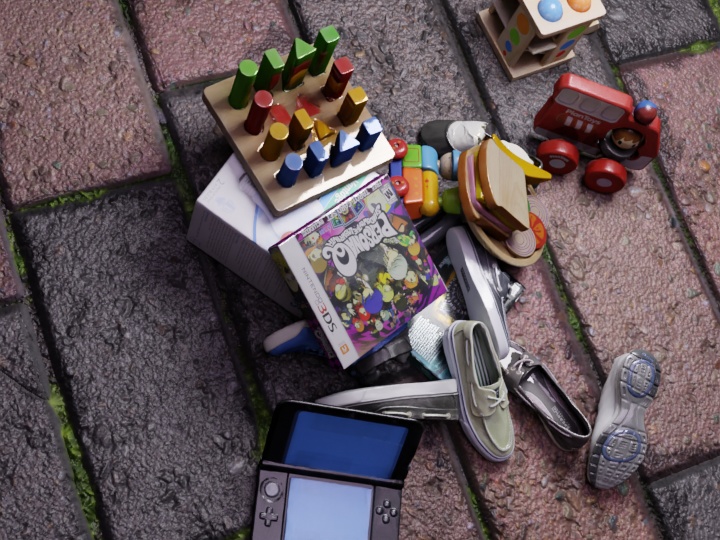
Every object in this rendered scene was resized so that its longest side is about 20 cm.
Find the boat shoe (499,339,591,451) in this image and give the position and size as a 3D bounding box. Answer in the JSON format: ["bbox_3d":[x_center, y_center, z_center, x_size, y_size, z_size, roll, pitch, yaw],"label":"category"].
[{"bbox_3d":[0.253,0.165,1.665,0.067,0.057,0.201,-38,83,-24],"label":"boat shoe"}]

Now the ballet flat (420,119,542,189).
[{"bbox_3d":[0.188,-0.186,1.773,0.197,0.069,0.069,23,61,-6],"label":"ballet flat"}]

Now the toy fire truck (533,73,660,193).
[{"bbox_3d":[0.362,-0.214,1.777,0.197,0.168,0.114,19,66,-7],"label":"toy fire truck"}]

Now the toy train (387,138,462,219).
[{"bbox_3d":[0.091,-0.093,1.661,0.113,0.085,0.203,0,53,-1],"label":"toy train"}]

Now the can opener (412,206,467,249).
[{"bbox_3d":[0.123,-0.074,1.722,0.199,0.067,0.053,-35,75,-15],"label":"can opener"}]

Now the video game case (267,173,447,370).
[{"bbox_3d":[0.000,0.000,1.543,0.199,0.036,0.183,-34,102,-30],"label":"video game case"}]

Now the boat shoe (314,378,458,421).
[{"bbox_3d":[0.038,0.187,1.589,0.196,0.071,0.065,-5,84,-9],"label":"boat shoe"}]

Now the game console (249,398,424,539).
[{"bbox_3d":[-0.030,0.276,1.513,0.196,0.117,0.179,10,67,-11],"label":"game console"}]

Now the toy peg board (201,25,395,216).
[{"bbox_3d":[-0.072,-0.211,1.560,0.198,0.098,0.201,-27,76,-26],"label":"toy peg board"}]

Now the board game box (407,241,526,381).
[{"bbox_3d":[0.129,0.054,1.688,0.135,0.028,0.200,41,66,2],"label":"board game box"}]

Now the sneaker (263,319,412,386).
[{"bbox_3d":[-0.026,0.110,1.597,0.197,0.077,0.113,-17,87,-10],"label":"sneaker"}]

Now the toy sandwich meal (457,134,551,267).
[{"bbox_3d":[0.211,-0.103,1.668,0.203,0.070,0.208,25,53,-37],"label":"toy sandwich meal"}]

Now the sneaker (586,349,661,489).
[{"bbox_3d":[0.366,0.211,1.673,0.073,0.087,0.203,22,84,-8],"label":"sneaker"}]

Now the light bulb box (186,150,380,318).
[{"bbox_3d":[-0.100,-0.082,1.624,0.198,0.125,0.200,34,64,0],"label":"light bulb box"}]

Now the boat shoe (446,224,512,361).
[{"bbox_3d":[0.182,0.027,1.663,0.067,0.072,0.203,-11,67,-17],"label":"boat shoe"}]

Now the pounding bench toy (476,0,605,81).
[{"bbox_3d":[0.312,-0.413,1.845,0.197,0.156,0.126,-21,76,-22],"label":"pounding bench toy"}]

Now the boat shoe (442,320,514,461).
[{"bbox_3d":[0.167,0.165,1.619,0.071,0.062,0.203,-21,92,-28],"label":"boat shoe"}]
